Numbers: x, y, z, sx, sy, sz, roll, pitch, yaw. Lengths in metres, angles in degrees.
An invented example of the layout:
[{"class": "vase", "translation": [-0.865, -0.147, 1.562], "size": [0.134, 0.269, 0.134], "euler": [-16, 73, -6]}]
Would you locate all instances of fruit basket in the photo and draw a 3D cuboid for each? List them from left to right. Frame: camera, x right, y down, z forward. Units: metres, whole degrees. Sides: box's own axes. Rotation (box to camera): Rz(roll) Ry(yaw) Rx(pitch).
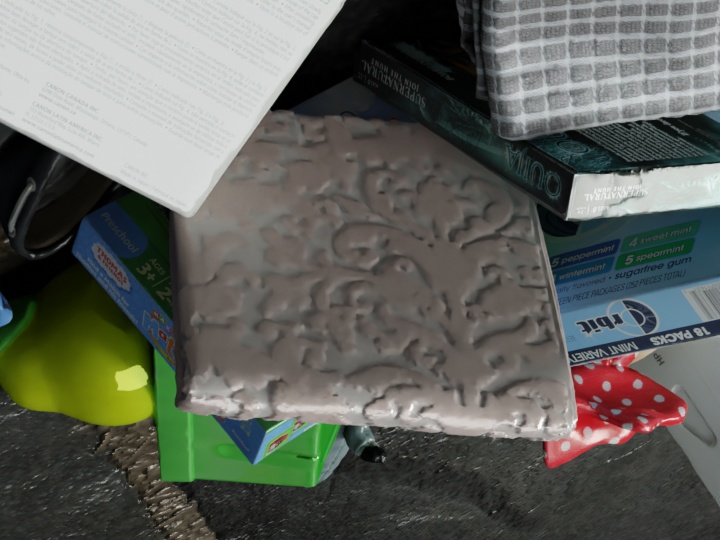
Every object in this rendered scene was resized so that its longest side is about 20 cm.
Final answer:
[{"class": "fruit basket", "translation": [-0.104, 0.029, 1.362], "size": [0.215, 0.156, 0.216], "euler": [17, 149, 10]}]

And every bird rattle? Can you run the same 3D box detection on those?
[{"class": "bird rattle", "translation": [0.132, 0.009, 1.450], "size": [0.163, 0.200, 0.113], "euler": [-41, 162, -29]}]

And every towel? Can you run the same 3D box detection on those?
[{"class": "towel", "translation": [0.000, 0.000, 1.211], "size": [0.199, 0.191, 0.032], "euler": [4, 140, -15]}, {"class": "towel", "translation": [0.142, -0.147, 1.146], "size": [0.199, 0.086, 0.166], "euler": [-8, 145, -2]}]

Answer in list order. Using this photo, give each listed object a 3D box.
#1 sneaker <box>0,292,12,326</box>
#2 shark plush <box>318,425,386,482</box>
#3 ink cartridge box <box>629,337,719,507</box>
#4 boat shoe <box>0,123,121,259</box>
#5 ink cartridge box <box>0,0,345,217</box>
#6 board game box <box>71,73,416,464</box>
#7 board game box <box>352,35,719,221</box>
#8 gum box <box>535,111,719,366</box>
[{"class": "sneaker", "translation": [-0.221, -0.002, 1.236], "size": [0.078, 0.066, 0.200], "euler": [-8, 154, -10]}, {"class": "shark plush", "translation": [0.004, 0.083, 1.504], "size": [0.091, 0.084, 0.200], "euler": [-8, 172, -40]}, {"class": "ink cartridge box", "translation": [0.276, 0.062, 1.564], "size": [0.086, 0.147, 0.200], "euler": [-40, 167, 34]}, {"class": "boat shoe", "translation": [-0.121, -0.084, 1.198], "size": [0.200, 0.060, 0.074], "euler": [-42, 149, 27]}, {"class": "ink cartridge box", "translation": [-0.091, -0.141, 1.108], "size": [0.161, 0.050, 0.200], "euler": [28, 104, -31]}, {"class": "board game box", "translation": [-0.025, -0.007, 1.257], "size": [0.200, 0.151, 0.037], "euler": [-30, 159, -34]}, {"class": "board game box", "translation": [0.104, -0.080, 1.264], "size": [0.135, 0.200, 0.028], "euler": [-6, 117, -32]}, {"class": "gum box", "translation": [0.168, -0.041, 1.326], "size": [0.170, 0.200, 0.045], "euler": [-14, 128, 38]}]
